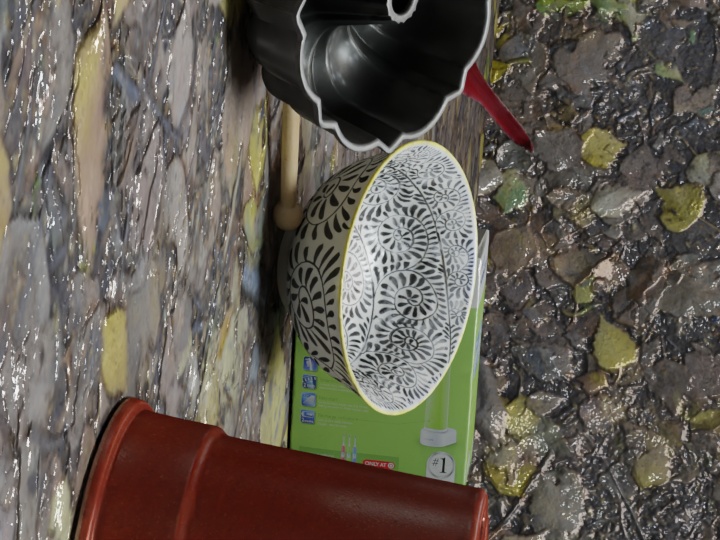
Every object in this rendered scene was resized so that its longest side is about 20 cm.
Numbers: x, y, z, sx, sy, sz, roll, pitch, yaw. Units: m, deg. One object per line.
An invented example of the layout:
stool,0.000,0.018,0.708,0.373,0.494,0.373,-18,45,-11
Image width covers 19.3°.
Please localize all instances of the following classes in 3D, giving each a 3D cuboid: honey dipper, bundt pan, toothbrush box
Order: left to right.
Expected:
honey dipper,-0.046,-0.108,1.450,0.038,0.038,0.201,-76,171,-50
bundt pan,0.000,-0.180,1.348,0.201,0.075,0.203,-25,123,-44
toothbrush box,0.023,0.066,1.702,0.086,0.144,0.202,-66,159,-70

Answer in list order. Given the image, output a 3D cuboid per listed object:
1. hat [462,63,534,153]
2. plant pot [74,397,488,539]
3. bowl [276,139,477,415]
hat,0.058,-0.226,1.619,0.166,0.175,0.201,-75,169,-53
plant pot,-0.036,0.177,1.100,0.201,0.194,0.203,6,90,-83
bowl,0.000,0.000,1.564,0.200,0.094,0.202,-21,115,-55
